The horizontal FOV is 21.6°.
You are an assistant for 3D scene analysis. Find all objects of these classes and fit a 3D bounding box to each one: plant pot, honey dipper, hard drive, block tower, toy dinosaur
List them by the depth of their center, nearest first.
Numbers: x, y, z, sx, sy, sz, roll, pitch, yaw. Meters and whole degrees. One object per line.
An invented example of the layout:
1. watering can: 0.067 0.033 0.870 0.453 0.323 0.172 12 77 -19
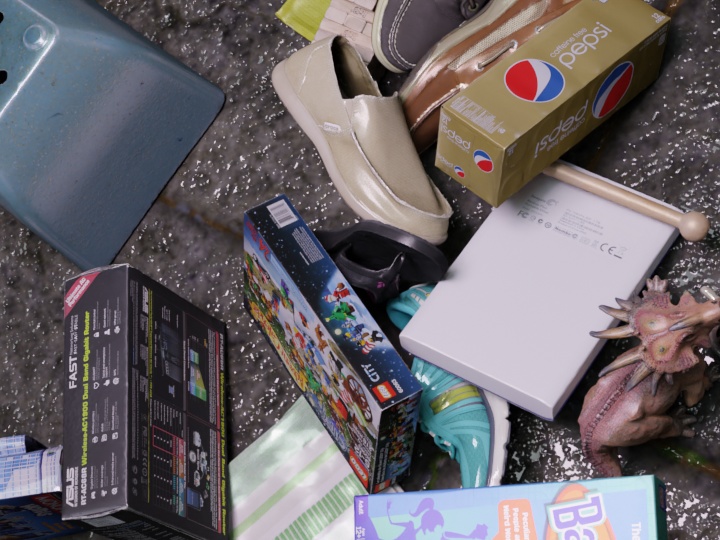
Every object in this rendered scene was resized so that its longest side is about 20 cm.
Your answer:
1. toy dinosaur: 0.197 0.083 1.348 0.086 0.135 0.200 31 108 19
2. hard drive: 0.138 0.008 1.419 0.132 0.025 0.200 25 61 25
3. honey dipper: 0.172 -0.065 1.432 0.200 0.038 0.038 26 86 21
4. block tower: 0.007 -0.210 1.546 0.058 0.054 0.200 24 88 15
5. plant pot: -0.273 -0.147 1.566 0.196 0.200 0.197 36 90 26

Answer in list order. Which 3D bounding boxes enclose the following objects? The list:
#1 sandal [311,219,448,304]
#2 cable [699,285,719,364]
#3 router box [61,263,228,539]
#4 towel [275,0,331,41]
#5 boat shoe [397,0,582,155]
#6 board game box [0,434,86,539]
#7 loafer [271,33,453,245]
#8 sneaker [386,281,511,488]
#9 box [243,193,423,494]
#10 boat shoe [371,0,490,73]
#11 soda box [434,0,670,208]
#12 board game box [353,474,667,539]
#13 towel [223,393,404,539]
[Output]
1. sandal: 0.001 0.001 1.452 0.200 0.075 0.048 -5 57 60
2. cable: 0.326 0.068 1.359 0.097 0.050 0.200 -40 64 1
3. router box: -0.166 0.113 1.468 0.062 0.150 0.200 -13 64 24
4. towel: 0.016 -0.275 1.591 0.086 0.018 0.200 36 90 26
5. boat shoe: 0.106 -0.160 1.495 0.200 0.076 0.074 -45 68 5
6. board game box: -0.262 0.172 1.501 0.199 0.200 0.062 -10 73 3
7. loafer: 0.007 -0.104 1.456 0.200 0.076 0.068 51 122 17
8. sneaker: 0.066 0.101 1.429 0.079 0.078 0.200 -6 61 -11
9. box: -0.025 0.057 1.439 0.038 0.137 0.200 -25 61 -19
10. boat shoe: 0.084 -0.243 1.498 0.201 0.072 0.066 -54 29 -9
11. soda box: 0.146 -0.135 1.423 0.064 0.068 0.200 37 58 25
12. board game box: 0.096 0.213 1.191 0.200 0.045 0.152 -7 73 17
13. towel: -0.028 0.208 1.473 0.153 0.023 0.200 -42 66 6
